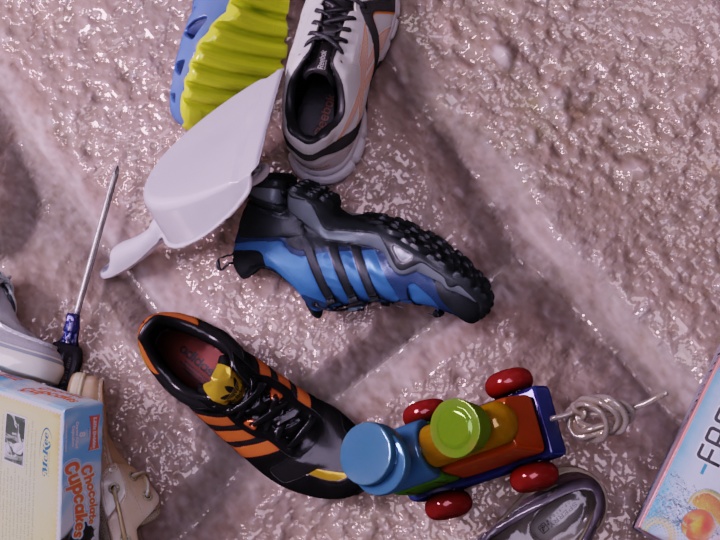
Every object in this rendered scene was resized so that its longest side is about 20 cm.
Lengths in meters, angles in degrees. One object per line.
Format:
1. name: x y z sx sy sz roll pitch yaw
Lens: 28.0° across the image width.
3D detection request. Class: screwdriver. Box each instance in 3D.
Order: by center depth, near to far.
1. screwdriver: -0.213 0.016 1.085 0.029 0.028 0.200 9 84 -1

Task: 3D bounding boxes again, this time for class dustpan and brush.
1. dustpan and brush: -0.128 -0.051 1.045 0.200 0.140 0.057 -25 121 25

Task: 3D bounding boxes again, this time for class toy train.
1. toy train: 0.092 0.104 0.959 0.200 0.116 0.085 -23 71 28

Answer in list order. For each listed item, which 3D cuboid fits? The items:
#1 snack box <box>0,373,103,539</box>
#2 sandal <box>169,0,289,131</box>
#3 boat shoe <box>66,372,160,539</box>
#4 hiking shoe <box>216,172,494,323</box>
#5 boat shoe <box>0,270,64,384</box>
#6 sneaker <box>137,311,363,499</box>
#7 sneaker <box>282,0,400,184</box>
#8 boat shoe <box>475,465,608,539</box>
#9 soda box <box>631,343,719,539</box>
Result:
1. snack box: -0.230 0.180 1.003 0.116 0.037 0.200 10 100 41
2. sandal: -0.097 -0.200 1.095 0.087 0.079 0.200 22 91 47
3. boat shoe: -0.176 0.171 1.038 0.065 0.072 0.200 -7 81 -5
4. hiking shoe: 0.000 0.000 1.051 0.200 0.074 0.087 25 104 13
5. boat shoe: -0.297 0.022 1.067 0.201 0.070 0.072 22 82 21
6. sneaker: -0.079 0.097 1.024 0.200 0.090 0.070 35 86 11
7. sneaker: -0.015 -0.167 1.068 0.074 0.080 0.200 5 80 9
8. boat shoe: 0.095 0.215 0.996 0.200 0.065 0.072 -45 78 -2
9. soda box: 0.259 0.102 0.994 0.064 0.068 0.200 27 84 11
